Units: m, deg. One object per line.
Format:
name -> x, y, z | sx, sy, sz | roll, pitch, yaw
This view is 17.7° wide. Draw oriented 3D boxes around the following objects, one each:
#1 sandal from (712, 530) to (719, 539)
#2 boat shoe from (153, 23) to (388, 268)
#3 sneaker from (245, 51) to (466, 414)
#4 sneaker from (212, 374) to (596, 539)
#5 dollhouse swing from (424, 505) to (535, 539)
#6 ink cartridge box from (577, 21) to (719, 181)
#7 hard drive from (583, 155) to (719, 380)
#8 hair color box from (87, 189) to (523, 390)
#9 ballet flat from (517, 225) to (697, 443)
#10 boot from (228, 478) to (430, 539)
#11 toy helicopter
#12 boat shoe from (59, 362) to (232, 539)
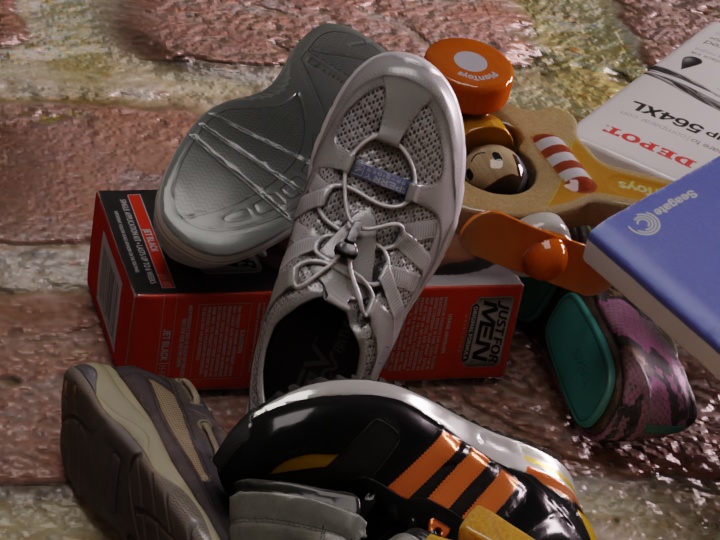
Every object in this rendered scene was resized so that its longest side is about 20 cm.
sandal -> 0.223, 0.106, 1.040 | 0.201, 0.057, 0.080 | -40, 63, -18
boat shoe -> -0.044, -0.053, 1.154 | 0.074, 0.065, 0.202 | 33, 40, 2
sneaker -> 0.000, 0.000, 1.052 | 0.074, 0.201, 0.082 | 15, 5, 1
sneaker -> 0.031, 0.108, 0.977 | 0.199, 0.070, 0.090 | 20, 30, -38
dollhouse swing -> 0.076, 0.218, 0.795 | 0.175, 0.183, 0.200 | 13, 31, 25
ink cartridge box -> 0.210, -0.050, 1.298 | 0.145, 0.085, 0.200 | 25, 35, 21
hard drive -> 0.218, 0.021, 1.069 | 0.132, 0.025, 0.200 | -28, 56, -29
hair color box -> -0.030, 0.007, 1.168 | 0.199, 0.062, 0.102 | -1, 34, -19
ballet flat -> 0.120, 0.019, 1.198 | 0.071, 0.069, 0.200 | 14, 32, -29
boot -> -0.061, 0.140, 0.898 | 0.199, 0.068, 0.131 | 17, 70, -1
toy helicopter -> 0.110, -0.035, 1.149 | 0.199, 0.079, 0.133 | 11, 36, -5
boat shoe -> -0.066, 0.100, 1.004 | 0.073, 0.075, 0.200 | -9, 39, -27
